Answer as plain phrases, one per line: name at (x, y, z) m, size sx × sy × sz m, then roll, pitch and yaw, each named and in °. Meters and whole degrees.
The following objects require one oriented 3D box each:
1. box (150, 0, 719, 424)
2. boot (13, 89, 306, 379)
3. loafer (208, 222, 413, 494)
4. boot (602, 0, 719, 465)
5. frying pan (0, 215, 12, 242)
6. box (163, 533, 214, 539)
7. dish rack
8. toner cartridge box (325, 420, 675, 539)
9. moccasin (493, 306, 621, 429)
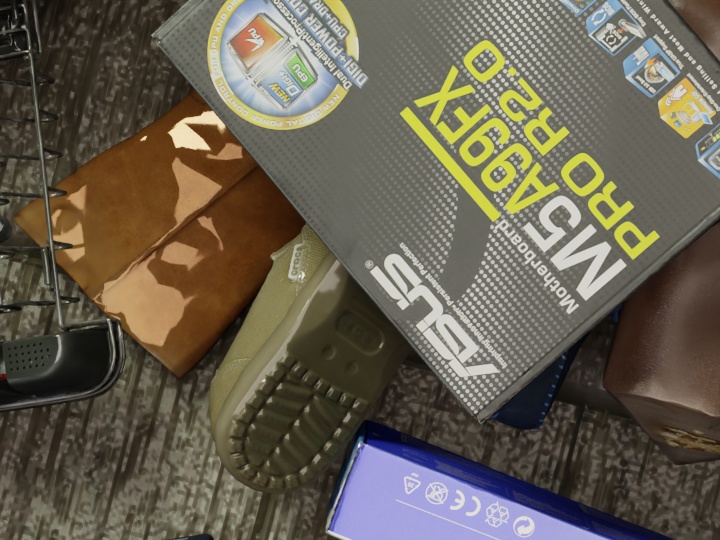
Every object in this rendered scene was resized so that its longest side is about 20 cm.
box at (0.043, -0.068, 0.851) m, size 0.160 × 0.044 × 0.200 m, roll -40°, pitch 85°, yaw 8°
boot at (-0.071, -0.082, 0.965) m, size 0.200 × 0.068 × 0.188 m, roll -40°, pitch 99°, yaw 8°
loafer at (0.000, 0.000, 0.926) m, size 0.200 × 0.067 × 0.076 m, roll -48°, pitch 123°, yaw -7°
boot at (0.114, -0.028, 0.891) m, size 0.186 × 0.064 × 0.200 m, roll 13°, pitch 83°, yaw -8°
frying pan at (-0.245, -0.041, 0.915) m, size 0.190 × 0.031 × 0.115 m, roll -17°, pitch 88°, yaw 6°
box at (-0.153, 0.182, 0.915) m, size 0.199 × 0.148 × 0.105 m, roll -9°, pitch 90°, yaw -1°
dish rack at (-0.190, -0.036, 0.943) m, size 0.153 × 0.055 × 0.201 m, roll -8°, pitch 86°, yaw 15°
toner cartridge box at (0.085, 0.123, 0.941) m, size 0.200 × 0.095 × 0.043 m, roll 21°, pitch 91°, yaw 0°
moccasin at (0.111, -0.022, 0.947) m, size 0.068 × 0.080 × 0.200 m, roll 20°, pitch 92°, yaw -5°
